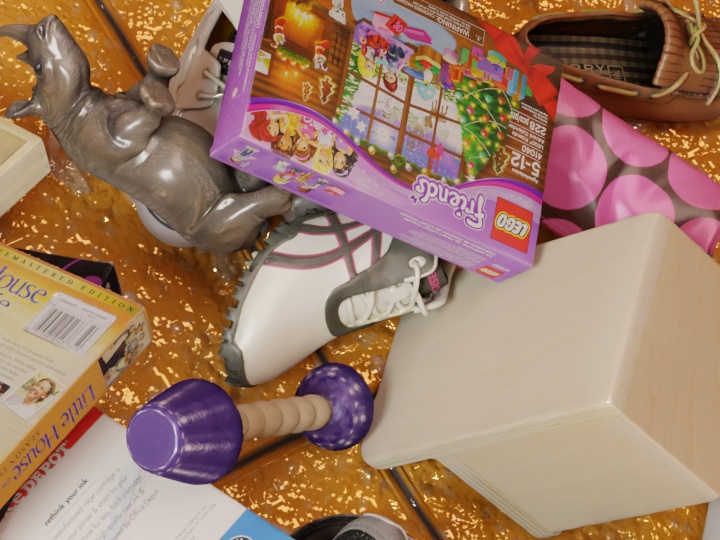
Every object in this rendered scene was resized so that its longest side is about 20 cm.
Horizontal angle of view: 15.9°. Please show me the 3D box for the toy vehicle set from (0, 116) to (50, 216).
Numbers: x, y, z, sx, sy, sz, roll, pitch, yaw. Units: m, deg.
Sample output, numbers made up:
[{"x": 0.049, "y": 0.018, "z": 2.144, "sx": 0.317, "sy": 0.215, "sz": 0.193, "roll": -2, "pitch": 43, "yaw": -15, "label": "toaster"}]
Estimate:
[{"x": -0.286, "y": -0.029, "z": 1.442, "sx": 0.124, "sy": 0.027, "sz": 0.200, "roll": 27, "pitch": 55, "yaw": 27, "label": "toy vehicle set"}]

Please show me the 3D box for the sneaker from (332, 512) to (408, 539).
[{"x": -0.028, "y": 0.220, "z": 1.353, "sx": 0.078, "sy": 0.077, "sz": 0.201, "roll": 12, "pitch": 75, "yaw": 39, "label": "sneaker"}]

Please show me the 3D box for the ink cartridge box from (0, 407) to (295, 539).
[{"x": -0.143, "y": 0.152, "z": 1.384, "sx": 0.199, "sy": 0.067, "sz": 0.116, "roll": 32, "pitch": 57, "yaw": 18, "label": "ink cartridge box"}]

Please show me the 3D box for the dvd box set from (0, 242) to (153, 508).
[{"x": -0.223, "y": 0.069, "z": 1.334, "sx": 0.146, "sy": 0.030, "sz": 0.200, "roll": 21, "pitch": 54, "yaw": 29, "label": "dvd box set"}]

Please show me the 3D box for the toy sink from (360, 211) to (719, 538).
[{"x": 0.117, "y": 0.069, "z": 1.484, "sx": 0.112, "sy": 0.199, "sz": 0.131, "roll": 39, "pitch": 52, "yaw": -30, "label": "toy sink"}]

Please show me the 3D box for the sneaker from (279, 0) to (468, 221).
[{"x": 0.003, "y": -0.115, "z": 1.564, "sx": 0.075, "sy": 0.100, "sz": 0.201, "roll": 33, "pitch": 60, "yaw": 0, "label": "sneaker"}]

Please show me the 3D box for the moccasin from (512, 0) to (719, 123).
[{"x": 0.187, "y": -0.141, "z": 1.646, "sx": 0.200, "sy": 0.078, "sz": 0.074, "roll": 3, "pitch": 63, "yaw": -16, "label": "moccasin"}]

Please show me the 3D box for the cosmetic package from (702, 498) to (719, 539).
[{"x": 0.249, "y": 0.186, "z": 1.475, "sx": 0.084, "sy": 0.108, "sz": 0.201, "roll": 23, "pitch": 58, "yaw": -16, "label": "cosmetic package"}]

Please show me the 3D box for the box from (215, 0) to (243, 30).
[{"x": -0.007, "y": -0.202, "z": 1.570, "sx": 0.082, "sy": 0.068, "sz": 0.200, "roll": 51, "pitch": 41, "yaw": -12, "label": "box"}]

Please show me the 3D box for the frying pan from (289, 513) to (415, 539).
[{"x": 0.023, "y": 0.174, "z": 1.457, "sx": 0.190, "sy": 0.031, "sz": 0.115, "roll": -36, "pitch": 81, "yaw": -30, "label": "frying pan"}]

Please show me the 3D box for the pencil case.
[{"x": 0.130, "y": -0.058, "z": 1.578, "sx": 0.199, "sy": 0.091, "sz": 0.094, "roll": 34, "pitch": 91, "yaw": -1, "label": "pencil case"}]

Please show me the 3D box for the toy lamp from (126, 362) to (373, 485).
[{"x": -0.059, "y": 0.082, "z": 1.404, "sx": 0.058, "sy": 0.058, "sz": 0.200, "roll": 55, "pitch": 26, "yaw": 14, "label": "toy lamp"}]

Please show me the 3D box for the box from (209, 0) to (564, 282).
[{"x": 0.019, "y": -0.093, "z": 1.460, "sx": 0.199, "sy": 0.039, "sz": 0.138, "roll": 23, "pitch": 64, "yaw": -26, "label": "box"}]

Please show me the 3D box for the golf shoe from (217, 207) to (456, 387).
[{"x": 0.000, "y": 0.000, "z": 1.496, "sx": 0.088, "sy": 0.077, "sz": 0.200, "roll": 30, "pitch": 62, "yaw": 31, "label": "golf shoe"}]

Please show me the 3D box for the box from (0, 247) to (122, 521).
[{"x": -0.231, "y": 0.064, "z": 1.387, "sx": 0.142, "sy": 0.036, "sz": 0.201, "roll": 10, "pitch": 50, "yaw": 20, "label": "box"}]

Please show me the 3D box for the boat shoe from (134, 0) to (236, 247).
[{"x": -0.082, "y": -0.109, "z": 1.551, "sx": 0.070, "sy": 0.070, "sz": 0.201, "roll": 24, "pitch": 59, "yaw": -4, "label": "boat shoe"}]

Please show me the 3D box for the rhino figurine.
[{"x": -0.128, "y": -0.080, "z": 1.471, "sx": 0.199, "sy": 0.088, "sz": 0.060, "roll": 33, "pitch": 38, "yaw": 0, "label": "rhino figurine"}]
